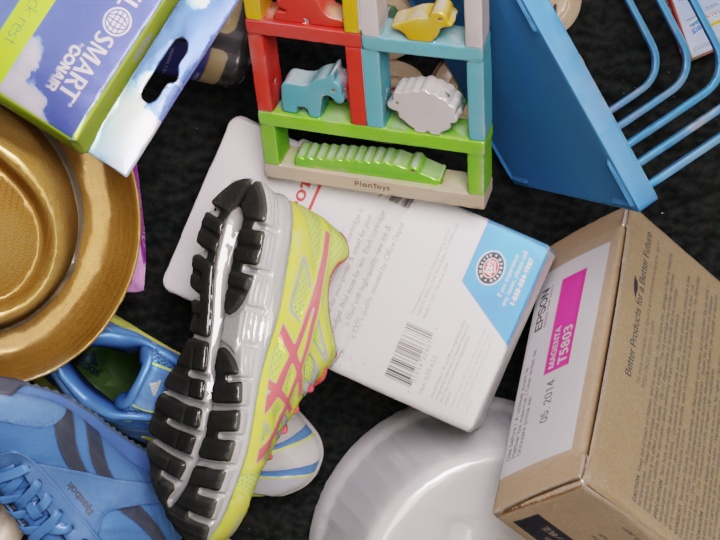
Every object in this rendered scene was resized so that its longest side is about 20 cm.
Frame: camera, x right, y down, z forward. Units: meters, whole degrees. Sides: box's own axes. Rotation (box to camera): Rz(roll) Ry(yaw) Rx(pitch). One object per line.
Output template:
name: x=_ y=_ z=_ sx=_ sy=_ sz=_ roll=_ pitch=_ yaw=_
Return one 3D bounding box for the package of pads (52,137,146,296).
package of pads: x=-0.224 y=-0.038 z=1.075 sx=0.199 sy=0.076 sz=0.121 roll=-7 pitch=99 yaw=-11

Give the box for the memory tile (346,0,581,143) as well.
memory tile: x=0.059 y=-0.182 z=1.144 sx=0.152 sy=0.017 sz=0.201 roll=-8 pitch=99 yaw=-11

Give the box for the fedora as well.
fedora: x=-0.207 y=-0.032 z=0.998 sx=0.199 sy=0.082 sz=0.202 roll=-1 pitch=94 yaw=-12

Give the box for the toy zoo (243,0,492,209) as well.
toy zoo: x=0.004 y=-0.123 z=0.998 sx=0.130 sy=0.021 sz=0.201 roll=9 pitch=134 yaw=15

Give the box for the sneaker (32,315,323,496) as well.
sneaker: x=-0.107 y=0.083 z=1.101 sx=0.199 sy=0.105 sz=0.076 roll=25 pitch=90 yaw=-14

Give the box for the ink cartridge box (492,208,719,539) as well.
ink cartridge box: x=0.170 y=0.091 z=1.108 sx=0.165 sy=0.075 sz=0.201 roll=38 pitch=48 yaw=-24

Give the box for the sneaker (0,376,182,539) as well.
sneaker: x=-0.167 y=0.121 z=1.052 sx=0.200 sy=0.066 sz=0.079 roll=40 pitch=49 yaw=-45

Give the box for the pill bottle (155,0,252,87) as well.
pill bottle: x=-0.151 y=-0.174 z=1.052 sx=0.199 sy=0.112 sz=0.113 roll=11 pitch=96 yaw=-13

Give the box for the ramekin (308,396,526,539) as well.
ramekin: x=0.073 y=0.183 z=1.157 sx=0.199 sy=0.098 sz=0.202 roll=-2 pitch=99 yaw=-12

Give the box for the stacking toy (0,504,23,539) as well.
stacking toy: x=-0.288 y=0.118 z=1.085 sx=0.199 sy=0.085 sz=0.086 roll=27 pitch=92 yaw=-10

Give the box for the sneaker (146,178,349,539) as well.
sneaker: x=-0.051 y=0.057 z=1.043 sx=0.090 sy=0.078 sz=0.201 roll=14 pitch=92 yaw=-41

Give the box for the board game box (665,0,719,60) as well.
board game box: x=0.273 y=-0.215 z=1.182 sx=0.199 sy=0.019 sz=0.103 roll=-23 pitch=103 yaw=-8

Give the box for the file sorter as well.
file sorter: x=0.131 y=-0.131 z=1.057 sx=0.122 sy=0.200 sz=0.139 roll=-34 pitch=104 yaw=-8

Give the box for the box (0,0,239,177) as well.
box: x=-0.173 y=-0.151 z=0.963 sx=0.199 sy=0.048 sz=0.122 roll=32 pitch=86 yaw=3

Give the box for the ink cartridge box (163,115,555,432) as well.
ink cartridge box: x=0.000 y=0.000 z=1.112 sx=0.199 sy=0.067 sz=0.116 roll=25 pitch=93 yaw=9
